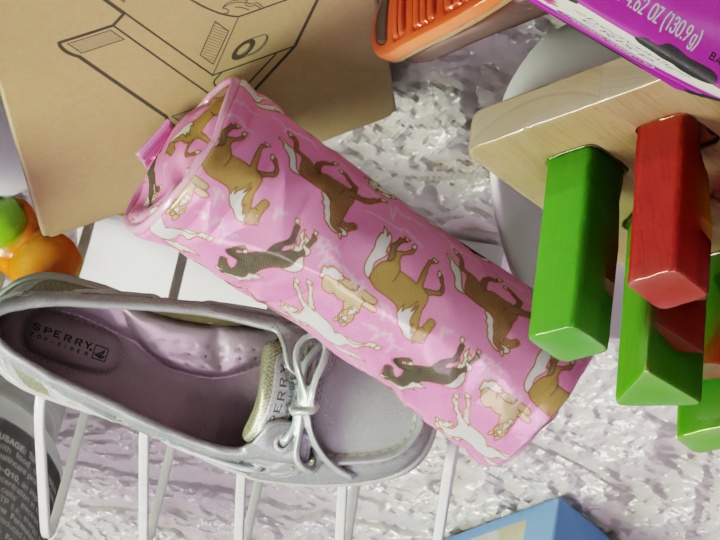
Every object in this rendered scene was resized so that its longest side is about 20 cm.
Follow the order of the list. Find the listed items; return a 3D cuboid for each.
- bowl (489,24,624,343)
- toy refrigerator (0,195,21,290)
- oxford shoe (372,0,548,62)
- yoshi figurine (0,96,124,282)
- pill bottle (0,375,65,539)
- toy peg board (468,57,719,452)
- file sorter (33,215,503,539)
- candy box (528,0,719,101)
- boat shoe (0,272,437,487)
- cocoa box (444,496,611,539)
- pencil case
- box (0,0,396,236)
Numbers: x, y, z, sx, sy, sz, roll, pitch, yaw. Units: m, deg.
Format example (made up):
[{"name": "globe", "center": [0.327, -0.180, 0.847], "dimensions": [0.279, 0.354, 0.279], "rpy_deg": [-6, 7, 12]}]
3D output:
[{"name": "bowl", "center": [0.158, -0.043, 1.148], "dimensions": [0.200, 0.075, 0.200], "rpy_deg": [0, 150, 10]}, {"name": "toy refrigerator", "center": [-0.256, -0.045, 1.262], "dimensions": [0.200, 0.076, 0.070], "rpy_deg": [37, 134, -29]}, {"name": "oxford shoe", "center": [0.089, -0.124, 1.091], "dimensions": [0.200, 0.071, 0.073], "rpy_deg": [-26, 134, 36]}, {"name": "yoshi figurine", "center": [-0.167, -0.076, 1.185], "dimensions": [0.112, 0.112, 0.200], "rpy_deg": [-22, 129, 24]}, {"name": "pill bottle", "center": [-0.209, 0.126, 1.356], "dimensions": [0.113, 0.200, 0.113], "rpy_deg": [7, 140, 6]}, {"name": "toy peg board", "center": [0.174, -0.001, 1.044], "dimensions": [0.199, 0.098, 0.200], "rpy_deg": [-18, 143, 38]}, {"name": "file sorter", "center": [-0.045, 0.063, 1.302], "dimensions": [0.200, 0.125, 0.139], "rpy_deg": [9, 141, 2]}, {"name": "candy box", "center": [0.116, -0.175, 0.931], "dimensions": [0.136, 0.200, 0.061], "rpy_deg": [28, 179, -21]}, {"name": "boat shoe", "center": [-0.064, 0.047, 1.188], "dimensions": [0.202, 0.075, 0.065], "rpy_deg": [18, 180, -3]}, {"name": "cocoa box", "center": [0.082, 0.244, 1.428], "dimensions": [0.133, 0.200, 0.131], "rpy_deg": [-25, 128, 37]}, {"name": "pencil case", "center": [0.000, 0.000, 1.142], "dimensions": [0.200, 0.083, 0.087], "rpy_deg": [34, 140, -16]}, {"name": "box", "center": [-0.072, -0.107, 1.123], "dimensions": [0.163, 0.021, 0.200], "rpy_deg": [-19, 142, -8]}]
